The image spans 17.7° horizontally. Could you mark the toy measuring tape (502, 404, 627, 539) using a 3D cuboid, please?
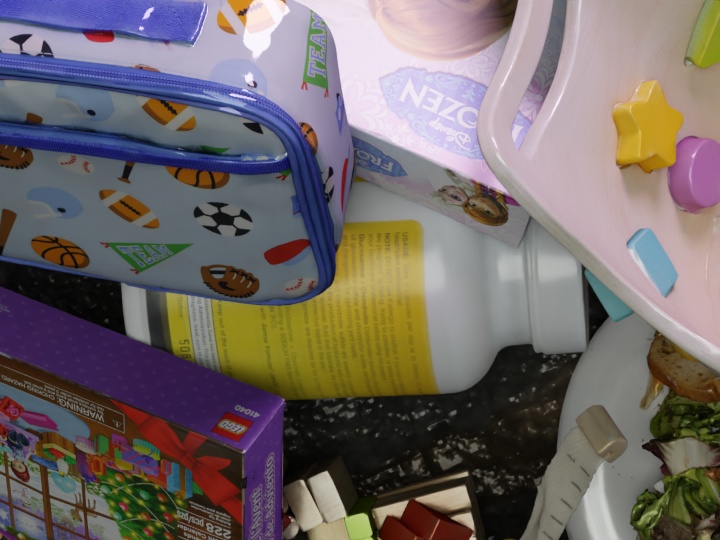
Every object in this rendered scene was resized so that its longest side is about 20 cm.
[{"bbox_3d":[0.093,0.136,1.023,0.073,0.074,0.201,25,126,4],"label":"toy measuring tape"}]

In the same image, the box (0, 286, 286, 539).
[{"bbox_3d":[-0.127,0.083,1.022,0.199,0.039,0.138,20,134,20],"label":"box"}]

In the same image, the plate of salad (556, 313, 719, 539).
[{"bbox_3d":[0.163,0.098,1.004,0.199,0.048,0.202,8,102,37],"label":"plate of salad"}]

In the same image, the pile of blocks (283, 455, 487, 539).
[{"bbox_3d":[-0.035,0.122,1.061,0.198,0.062,0.083,10,96,7],"label":"pile of blocks"}]

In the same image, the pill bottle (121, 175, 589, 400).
[{"bbox_3d":[0.000,0.000,1.021,0.198,0.112,0.113,-2,94,8],"label":"pill bottle"}]

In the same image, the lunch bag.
[{"bbox_3d":[-0.104,-0.058,0.913,0.198,0.161,0.076,7,62,12],"label":"lunch bag"}]

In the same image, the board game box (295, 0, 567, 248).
[{"bbox_3d":[0.017,-0.137,0.994,0.199,0.041,0.201,23,64,4],"label":"board game box"}]

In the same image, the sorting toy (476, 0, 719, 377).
[{"bbox_3d":[0.124,-0.060,0.924,0.179,0.106,0.201,29,71,-35],"label":"sorting toy"}]
